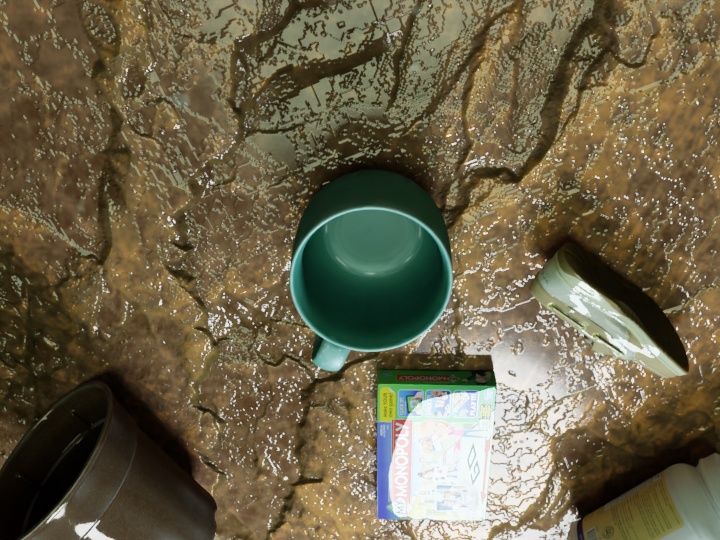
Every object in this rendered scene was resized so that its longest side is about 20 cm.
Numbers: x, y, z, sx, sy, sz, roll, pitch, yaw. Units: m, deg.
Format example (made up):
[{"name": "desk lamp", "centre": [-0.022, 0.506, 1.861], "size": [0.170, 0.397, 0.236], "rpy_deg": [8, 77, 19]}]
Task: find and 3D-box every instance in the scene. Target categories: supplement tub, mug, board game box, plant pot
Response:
[{"name": "supplement tub", "centre": [0.353, 0.313, 0.971], "size": [0.199, 0.146, 0.145], "rpy_deg": [-37, 112, 21]}, {"name": "mug", "centre": [-0.002, -0.010, 0.820], "size": [0.183, 0.115, 0.153], "rpy_deg": [-30, 115, 18]}, {"name": "board game box", "centre": [0.084, 0.206, 0.987], "size": [0.132, 0.029, 0.203], "rpy_deg": [0, 119, 1]}, {"name": "plant pot", "centre": [-0.277, 0.263, 0.950], "size": [0.199, 0.202, 0.198], "rpy_deg": [-33, 122, 19]}]

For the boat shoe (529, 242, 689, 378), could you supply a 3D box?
[{"name": "boat shoe", "centre": [0.256, 0.050, 0.876], "size": [0.199, 0.075, 0.066], "rpy_deg": [39, 127, -16]}]
